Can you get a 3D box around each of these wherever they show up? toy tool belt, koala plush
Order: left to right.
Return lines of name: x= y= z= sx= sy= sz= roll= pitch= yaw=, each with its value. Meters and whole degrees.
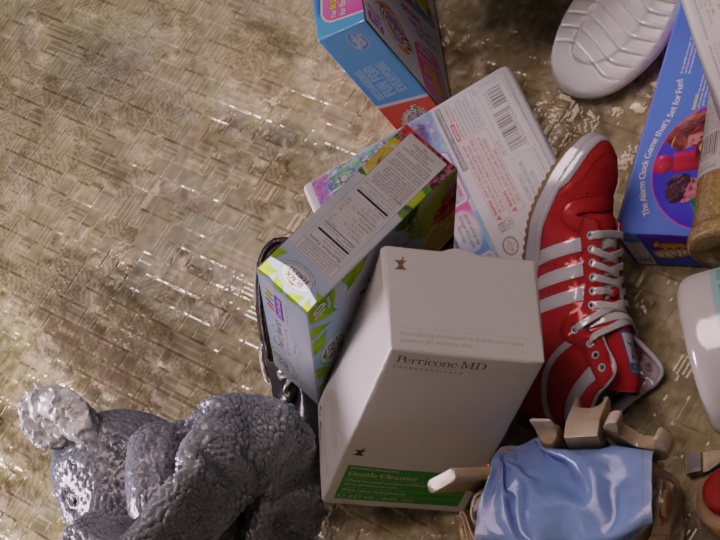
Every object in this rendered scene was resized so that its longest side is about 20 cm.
koala plush: x=-0.143 y=0.153 z=1.709 sx=0.200 sy=0.177 sz=0.184 roll=18 pitch=72 yaw=45
toy tool belt: x=0.155 y=0.145 z=1.565 sx=0.200 sy=0.123 sz=0.125 roll=-11 pitch=56 yaw=24

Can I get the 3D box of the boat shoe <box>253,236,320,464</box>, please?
boat shoe: x=-0.039 y=0.063 z=1.771 sx=0.074 sy=0.060 sz=0.200 roll=-20 pitch=53 yaw=19

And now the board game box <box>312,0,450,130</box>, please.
board game box: x=0.010 y=-0.217 z=1.860 sx=0.040 sy=0.153 sz=0.200 roll=-22 pitch=52 yaw=19

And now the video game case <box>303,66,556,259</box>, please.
video game case: x=0.068 y=-0.030 z=1.782 sx=0.182 sy=0.024 sz=0.200 roll=-31 pitch=56 yaw=11

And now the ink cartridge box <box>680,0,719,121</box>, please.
ink cartridge box: x=0.321 y=-0.147 z=1.565 sx=0.200 sy=0.057 sz=0.163 roll=-18 pitch=56 yaw=8

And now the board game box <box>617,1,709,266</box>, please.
board game box: x=0.269 y=-0.099 z=1.703 sx=0.134 sy=0.045 sz=0.200 roll=4 pitch=64 yaw=32

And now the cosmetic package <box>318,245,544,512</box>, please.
cosmetic package: x=0.043 y=0.075 z=1.613 sx=0.108 sy=0.200 sz=0.085 roll=5 pitch=56 yaw=-11

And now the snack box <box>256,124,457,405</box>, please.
snack box: x=0.000 y=0.000 z=1.649 sx=0.142 sy=0.200 sz=0.053 roll=-44 pitch=74 yaw=-13

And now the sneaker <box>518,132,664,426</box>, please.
sneaker: x=0.162 y=0.014 z=1.649 sx=0.112 sy=0.071 sz=0.200 roll=26 pitch=106 yaw=37

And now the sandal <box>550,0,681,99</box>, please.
sandal: x=0.219 y=-0.210 z=1.801 sx=0.082 sy=0.050 sz=0.203 roll=37 pitch=97 yaw=32

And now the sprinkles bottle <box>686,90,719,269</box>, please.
sprinkles bottle: x=0.263 y=-0.097 z=1.631 sx=0.068 sy=0.068 sz=0.200 roll=-4 pitch=60 yaw=29

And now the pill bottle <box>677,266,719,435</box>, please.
pill bottle: x=0.310 y=0.032 z=1.546 sx=0.200 sy=0.111 sz=0.111 roll=-16 pitch=54 yaw=12
